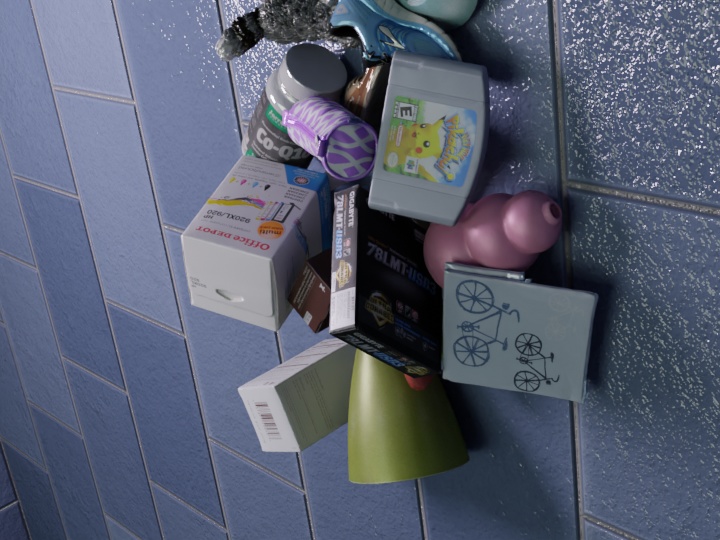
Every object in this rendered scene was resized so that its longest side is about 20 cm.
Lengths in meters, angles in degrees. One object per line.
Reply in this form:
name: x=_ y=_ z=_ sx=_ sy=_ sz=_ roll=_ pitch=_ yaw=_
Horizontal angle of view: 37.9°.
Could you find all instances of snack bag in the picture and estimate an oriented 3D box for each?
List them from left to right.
snack bag: x=0.200 y=0.080 z=1.336 sx=0.199 sy=0.021 sz=0.189 roll=8 pitch=127 yaw=15

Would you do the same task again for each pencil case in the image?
pencil case: x=-0.041 y=-0.176 z=1.383 sx=0.200 sy=0.085 sz=0.084 roll=-134 pitch=43 yaw=-66

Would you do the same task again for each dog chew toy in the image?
dog chew toy: x=0.174 y=-0.041 z=1.339 sx=0.200 sy=0.124 sz=0.125 roll=-25 pitch=91 yaw=46

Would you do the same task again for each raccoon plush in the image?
raccoon plush: x=-0.087 y=-0.322 z=1.447 sx=0.200 sy=0.097 sz=0.134 roll=-44 pitch=54 yaw=8

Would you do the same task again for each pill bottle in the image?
pill bottle: x=-0.098 y=-0.233 z=1.551 sx=0.113 sy=0.113 sz=0.200 roll=52 pitch=142 yaw=15

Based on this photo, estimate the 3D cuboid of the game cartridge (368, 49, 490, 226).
game cartridge: x=0.089 y=-0.160 z=1.290 sx=0.133 sy=0.040 sz=0.201 roll=12 pitch=105 yaw=10

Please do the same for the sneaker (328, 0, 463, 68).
sneaker: x=0.045 y=-0.282 z=1.334 sx=0.200 sy=0.090 sz=0.078 roll=35 pitch=174 yaw=15

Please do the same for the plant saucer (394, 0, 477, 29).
plant saucer: x=0.064 y=-0.384 z=1.292 sx=0.201 sy=0.039 sz=0.201 roll=41 pitch=151 yaw=28

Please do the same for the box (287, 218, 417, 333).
box: x=0.000 y=0.000 z=1.498 sx=0.075 sy=0.200 sz=0.100 roll=47 pitch=141 yaw=15

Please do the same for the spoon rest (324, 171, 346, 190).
spoon rest: x=-0.074 y=-0.117 z=1.636 sx=0.100 sy=0.060 sz=0.200 roll=59 pitch=143 yaw=3

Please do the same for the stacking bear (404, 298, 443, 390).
stacking bear: x=0.159 y=0.090 z=1.448 sx=0.199 sy=0.121 sz=0.114 roll=-8 pitch=113 yaw=42

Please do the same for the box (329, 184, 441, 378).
box: x=0.037 y=0.018 z=1.371 sx=0.050 sy=0.200 sz=0.200 roll=-14 pitch=61 yaw=34

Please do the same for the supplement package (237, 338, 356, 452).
supplement package: x=-0.077 y=0.199 z=1.712 sx=0.117 sy=0.200 sz=0.117 roll=-13 pitch=101 yaw=52

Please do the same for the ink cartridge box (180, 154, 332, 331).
ink cartridge box: x=-0.146 y=-0.043 z=1.529 sx=0.147 sy=0.200 sz=0.145 roll=15 pitch=136 yaw=16

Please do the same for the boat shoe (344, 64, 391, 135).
boat shoe: x=0.009 y=-0.239 z=1.453 sx=0.072 sy=0.076 sz=0.200 roll=47 pitch=139 yaw=25

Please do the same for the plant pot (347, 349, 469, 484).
plant pot: x=0.058 y=0.204 z=1.597 sx=0.187 sy=0.186 sz=0.201 roll=-12 pitch=87 yaw=53

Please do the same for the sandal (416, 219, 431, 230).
sandal: x=0.099 y=-0.130 z=1.430 sx=0.080 sy=0.057 sz=0.202 roll=23 pitch=143 yaw=37
